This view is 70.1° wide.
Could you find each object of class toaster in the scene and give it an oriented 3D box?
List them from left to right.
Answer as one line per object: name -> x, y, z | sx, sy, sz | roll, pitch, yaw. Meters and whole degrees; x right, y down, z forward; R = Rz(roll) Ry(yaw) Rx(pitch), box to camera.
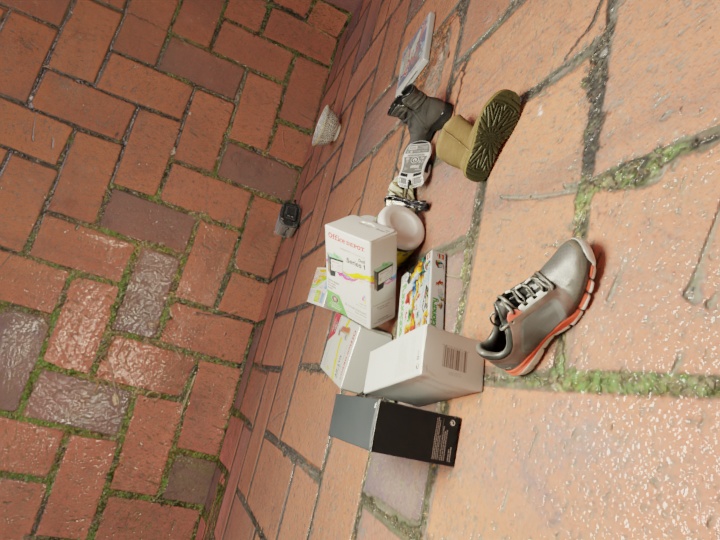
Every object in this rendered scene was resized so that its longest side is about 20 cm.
toaster -> -0.386, -0.270, 2.724 | 0.129, 0.113, 0.201 | 126, 154, -48

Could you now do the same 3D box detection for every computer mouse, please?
computer mouse -> 0.127, -0.218, 1.196 | 0.109, 0.044, 0.201 | 4, 59, 29

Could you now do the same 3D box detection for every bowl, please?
bowl -> -0.152, -0.675, 2.451 | 0.201, 0.094, 0.202 | -161, 90, -73

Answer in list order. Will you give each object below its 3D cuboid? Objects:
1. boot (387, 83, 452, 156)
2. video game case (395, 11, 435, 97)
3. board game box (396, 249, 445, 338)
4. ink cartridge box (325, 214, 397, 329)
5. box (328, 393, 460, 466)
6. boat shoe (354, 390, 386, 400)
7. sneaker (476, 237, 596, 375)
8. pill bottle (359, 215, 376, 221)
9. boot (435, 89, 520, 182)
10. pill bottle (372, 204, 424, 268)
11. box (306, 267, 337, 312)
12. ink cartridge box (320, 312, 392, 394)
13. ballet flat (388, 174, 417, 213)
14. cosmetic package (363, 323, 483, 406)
boot -> 0.120, -0.360, 1.248 | 0.200, 0.131, 0.070 | 129, 153, -48
video game case -> 0.168, -0.661, 1.587 | 0.182, 0.023, 0.201 | 140, 144, -59
board game box -> 0.115, 0.076, 0.984 | 0.126, 0.034, 0.201 | 133, 150, -53
ink cartridge box -> 0.000, 0.000, 1.099 | 0.144, 0.084, 0.202 | 24, 124, 42
box -> 0.047, 0.255, 0.835 | 0.200, 0.140, 0.079 | 153, 134, -67
boat shoe -> 0.010, 0.282, 1.043 | 0.201, 0.064, 0.073 | -59, 20, 32
sneaker -> 0.212, 0.045, 0.640 | 0.077, 0.081, 0.201 | -110, 41, -63
pill bottle -> -0.013, -0.079, 1.397 | 0.200, 0.114, 0.115 | 155, 131, -67
boot -> 0.214, -0.274, 0.990 | 0.200, 0.066, 0.176 | -105, 38, -63
pill bottle -> 0.052, -0.050, 1.173 | 0.200, 0.112, 0.113 | 130, 153, -50
box -> -0.071, 0.058, 1.452 | 0.200, 0.101, 0.113 | 180, 107, -72
ink cartridge box -> -0.015, 0.187, 1.182 | 0.200, 0.083, 0.146 | -168, 95, -72
ballet flat -> 0.099, -0.193, 1.257 | 0.201, 0.062, 0.068 | -94, 28, -51
cosmetic package -> 0.097, 0.160, 0.829 | 0.200, 0.112, 0.082 | -36, 39, 58
